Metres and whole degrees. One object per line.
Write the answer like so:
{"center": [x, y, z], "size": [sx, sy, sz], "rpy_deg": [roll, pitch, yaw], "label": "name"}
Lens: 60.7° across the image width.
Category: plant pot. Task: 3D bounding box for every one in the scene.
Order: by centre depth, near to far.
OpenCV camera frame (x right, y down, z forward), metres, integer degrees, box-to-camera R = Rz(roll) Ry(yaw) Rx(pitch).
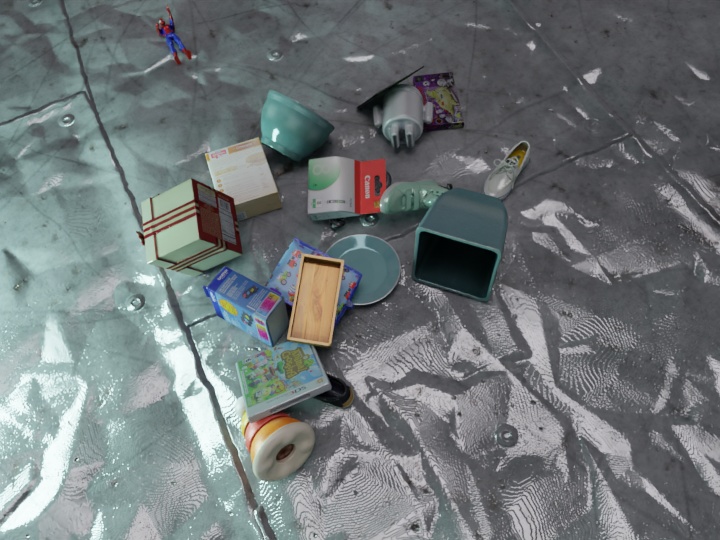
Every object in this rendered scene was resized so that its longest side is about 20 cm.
{"center": [0.250, -0.082, 1.464], "size": [0.195, 0.197, 0.200], "rpy_deg": [18, 55, 13], "label": "plant pot"}
{"center": [-0.189, -0.376, 1.664], "size": [0.200, 0.200, 0.134], "rpy_deg": [31, 93, 19], "label": "plant pot"}

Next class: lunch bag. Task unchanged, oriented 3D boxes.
{"center": [-0.102, 0.038, 1.455], "size": [0.200, 0.094, 0.151], "rpy_deg": [26, 75, 16], "label": "lunch bag"}

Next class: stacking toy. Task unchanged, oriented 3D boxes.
{"center": [-0.203, 0.331, 1.306], "size": [0.146, 0.146, 0.200], "rpy_deg": [-37, 48, -16], "label": "stacking toy"}

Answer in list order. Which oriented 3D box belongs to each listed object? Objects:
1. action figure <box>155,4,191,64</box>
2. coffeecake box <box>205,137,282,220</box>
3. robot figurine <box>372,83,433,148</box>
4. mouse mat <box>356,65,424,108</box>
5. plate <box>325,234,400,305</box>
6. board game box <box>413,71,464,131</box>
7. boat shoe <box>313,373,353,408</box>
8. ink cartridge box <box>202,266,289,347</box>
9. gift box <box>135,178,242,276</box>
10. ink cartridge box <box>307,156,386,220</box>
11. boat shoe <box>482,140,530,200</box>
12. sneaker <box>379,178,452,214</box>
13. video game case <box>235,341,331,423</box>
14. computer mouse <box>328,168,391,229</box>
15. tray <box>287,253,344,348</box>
{"center": [-0.603, -0.754, 1.942], "size": [0.065, 0.099, 0.200], "rpy_deg": [-27, 60, -13], "label": "action figure"}
{"center": [-0.313, -0.242, 1.647], "size": [0.153, 0.073, 0.200], "rpy_deg": [-18, 61, -6], "label": "coffeecake box"}
{"center": [0.117, -0.434, 1.707], "size": [0.169, 0.113, 0.200], "rpy_deg": [1, 61, 5], "label": "robot figurine"}
{"center": [0.080, -0.513, 1.727], "size": [0.161, 0.200, 0.008], "rpy_deg": [-34, 103, -16], "label": "mouse mat"}
{"center": [0.000, 0.000, 1.520], "size": [0.200, 0.026, 0.201], "rpy_deg": [-1, 60, 2], "label": "plate"}
{"center": [0.224, -0.491, 1.784], "size": [0.120, 0.032, 0.200], "rpy_deg": [-9, 61, 3], "label": "board game box"}
{"center": [-0.110, 0.248, 1.366], "size": [0.200, 0.062, 0.075], "rpy_deg": [17, 63, 15], "label": "boat shoe"}
{"center": [-0.271, 0.078, 1.428], "size": [0.200, 0.137, 0.076], "rpy_deg": [28, 60, 18], "label": "ink cartridge box"}
{"center": [-0.414, -0.106, 1.493], "size": [0.186, 0.184, 0.200], "rpy_deg": [-22, 64, 22], "label": "gift box"}
{"center": [-0.036, -0.218, 1.583], "size": [0.199, 0.050, 0.161], "rpy_deg": [-6, 68, 14], "label": "ink cartridge box"}
{"center": [0.389, -0.268, 1.613], "size": [0.075, 0.086, 0.202], "rpy_deg": [34, 67, 20], "label": "boat shoe"}
{"center": [0.149, -0.180, 1.537], "size": [0.200, 0.074, 0.118], "rpy_deg": [-23, 33, -34], "label": "sneaker"}
{"center": [-0.173, 0.228, 1.340], "size": [0.182, 0.022, 0.200], "rpy_deg": [-22, 31, -8], "label": "video game case"}
{"center": [-0.007, -0.197, 1.622], "size": [0.200, 0.053, 0.139], "rpy_deg": [-28, 64, 2], "label": "computer mouse"}
{"center": [-0.101, 0.068, 1.395], "size": [0.098, 0.037, 0.201], "rpy_deg": [9, 75, -2], "label": "tray"}
